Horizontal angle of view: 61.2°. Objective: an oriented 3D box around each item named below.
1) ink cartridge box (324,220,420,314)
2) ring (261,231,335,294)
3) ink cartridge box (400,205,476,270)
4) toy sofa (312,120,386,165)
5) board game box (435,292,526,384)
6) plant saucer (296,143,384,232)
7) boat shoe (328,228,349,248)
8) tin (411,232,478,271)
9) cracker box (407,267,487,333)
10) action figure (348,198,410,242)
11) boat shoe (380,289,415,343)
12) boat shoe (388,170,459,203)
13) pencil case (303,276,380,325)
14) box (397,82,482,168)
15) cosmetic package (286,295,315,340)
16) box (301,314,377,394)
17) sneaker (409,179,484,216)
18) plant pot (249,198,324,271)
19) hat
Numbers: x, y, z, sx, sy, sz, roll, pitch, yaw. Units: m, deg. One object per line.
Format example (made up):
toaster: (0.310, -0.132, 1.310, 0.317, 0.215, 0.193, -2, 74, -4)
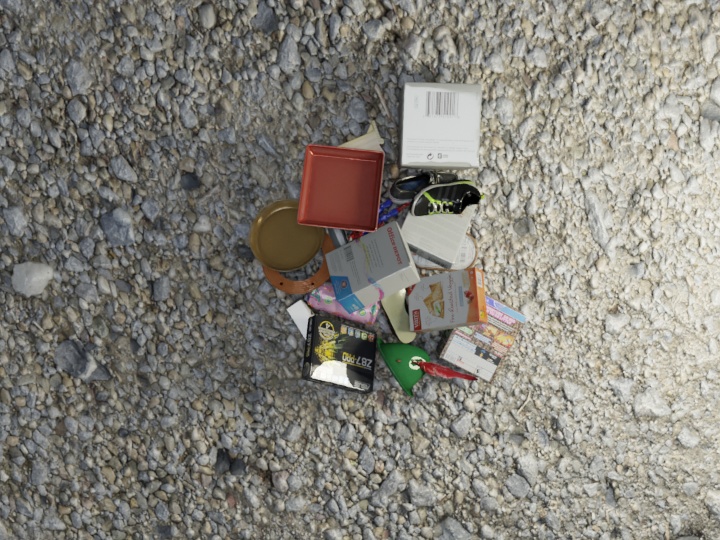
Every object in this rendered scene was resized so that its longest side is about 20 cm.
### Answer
ink cartridge box: (0.029, -0.007, 1.468, 0.197, 0.085, 0.146, -26, 54, 12)
ring: (-0.159, -0.030, 1.586, 0.196, 0.019, 0.204, -1, 66, 3)
ink cartridge box: (0.198, -0.123, 1.579, 0.158, 0.047, 0.202, 24, 66, 3)
toy sofa: (-0.034, -0.299, 1.562, 0.197, 0.083, 0.099, -22, 93, 2)
board game box: (0.314, 0.166, 1.604, 0.157, 0.097, 0.203, 27, 96, -3)
plant saucer: (-0.047, -0.199, 1.493, 0.195, 0.037, 0.204, 6, 82, 2)
boat shoe: (-0.055, -0.136, 1.570, 0.067, 0.074, 0.202, -18, 72, -13)
tin: (0.215, -0.056, 1.612, 0.196, 0.042, 0.115, 5, 92, 0)
cracker box: (0.218, 0.079, 1.550, 0.197, 0.057, 0.137, -13, 72, 33)
action figure: (0.040, -0.137, 1.596, 0.199, 0.052, 0.066, -38, 80, 7)
boat shoe: (0.089, 0.092, 1.611, 0.072, 0.063, 0.205, -21, 100, -12)
boat shoe: (0.167, -0.224, 1.555, 0.196, 0.066, 0.071, -10, 68, -12)
pencil case: (-0.046, 0.078, 1.604, 0.196, 0.087, 0.089, 20, 96, -2)
box: (0.195, -0.359, 1.531, 0.194, 0.131, 0.205, 1, 97, 0)
cosmetic package: (-0.120, 0.168, 1.616, 0.050, 0.083, 0.202, -31, 96, 4)
box: (-0.051, 0.217, 1.562, 0.197, 0.049, 0.164, 21, 64, -31)
sneaker: (0.220, -0.176, 1.524, 0.197, 0.083, 0.073, -21, 135, -14)
plant pot: (-0.190, -0.089, 1.582, 0.195, 0.028, 0.204, -1, 71, 3)
hat: (0.164, 0.215, 1.574, 0.174, 0.166, 0.201, -33, 112, 7)
